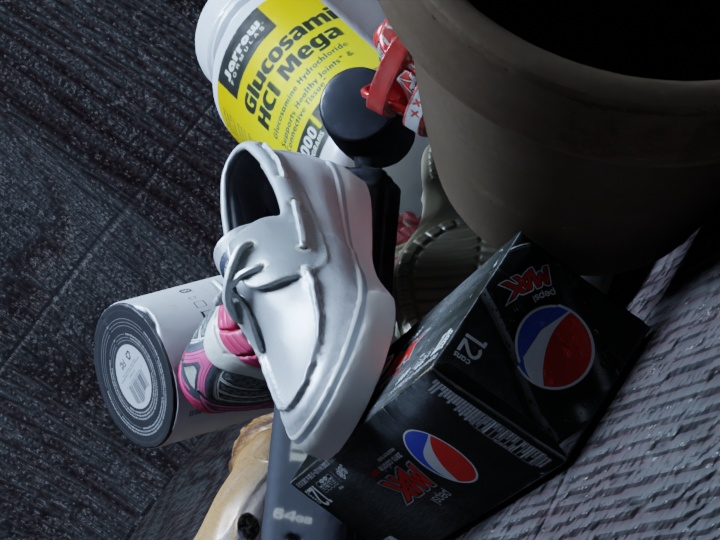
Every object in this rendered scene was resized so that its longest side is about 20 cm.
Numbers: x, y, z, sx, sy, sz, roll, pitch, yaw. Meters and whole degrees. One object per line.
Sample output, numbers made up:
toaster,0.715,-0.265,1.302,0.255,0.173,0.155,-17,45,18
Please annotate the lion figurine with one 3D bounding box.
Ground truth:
lion figurine,-0.060,0.140,1.382,0.122,0.073,0.200,-25,18,52

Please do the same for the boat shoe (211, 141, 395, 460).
boat shoe,-0.030,0.004,1.066,0.072,0.068,0.200,-56,20,30

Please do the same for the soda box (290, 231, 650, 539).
soda box,0.039,0.056,1.011,0.071,0.063,0.200,-55,5,-24

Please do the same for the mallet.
mallet,0.000,0.000,1.206,0.066,0.041,0.201,59,-147,-69

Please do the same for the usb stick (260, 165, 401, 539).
usb stick,-0.015,0.050,1.176,0.033,0.055,0.201,5,-89,-63

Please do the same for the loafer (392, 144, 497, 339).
loafer,0.058,0.004,1.238,0.200,0.075,0.068,-76,-16,-57

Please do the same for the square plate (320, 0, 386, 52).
square plate,0.053,-0.108,1.277,0.028,0.200,0.198,-49,4,13

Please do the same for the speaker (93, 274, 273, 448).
speaker,-0.039,0.033,1.365,0.200,0.081,0.081,-16,-21,-35

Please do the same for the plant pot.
plant pot,0.094,-0.088,0.933,0.200,0.200,0.175,-56,-14,-32

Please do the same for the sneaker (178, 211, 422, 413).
sneaker,-0.011,0.023,1.295,0.200,0.081,0.075,-9,-27,-45

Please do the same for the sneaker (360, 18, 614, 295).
sneaker,0.054,-0.054,1.099,0.202,0.108,0.067,-88,13,-46

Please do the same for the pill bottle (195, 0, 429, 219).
pill bottle,-0.013,-0.095,1.404,0.113,0.112,0.200,-53,41,7
